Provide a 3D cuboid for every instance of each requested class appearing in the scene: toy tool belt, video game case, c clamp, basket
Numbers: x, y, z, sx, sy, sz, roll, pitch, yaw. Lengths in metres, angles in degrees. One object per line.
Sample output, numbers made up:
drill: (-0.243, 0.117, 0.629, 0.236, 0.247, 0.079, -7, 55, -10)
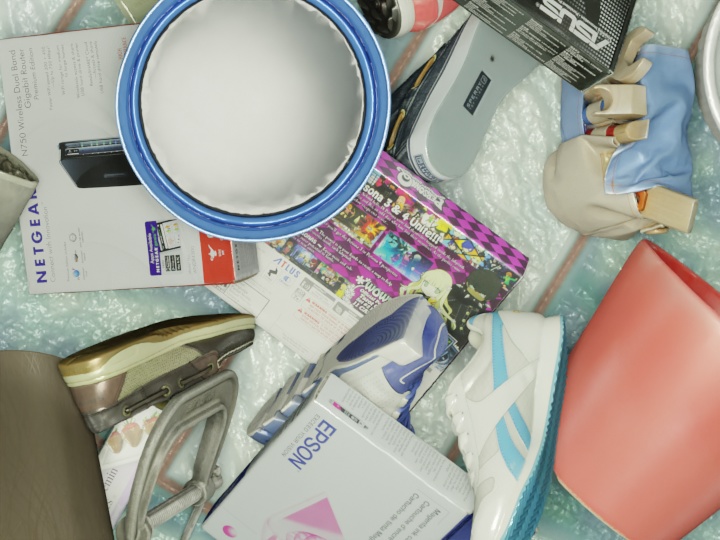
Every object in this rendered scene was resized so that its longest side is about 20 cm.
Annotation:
toy tool belt: (0.215, -0.124, 1.655, 0.124, 0.123, 0.201, 1, 85, -34)
video game case: (0.000, 0.000, 1.655, 0.200, 0.036, 0.182, 36, 122, -3)
c clamp: (-0.134, 0.157, 1.603, 0.027, 0.200, 0.172, 24, 99, 13)
basket: (-0.254, 0.171, 1.551, 0.179, 0.136, 0.201, -13, 64, 16)

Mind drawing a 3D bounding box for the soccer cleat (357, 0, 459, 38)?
soccer cleat: (0.015, -0.282, 1.684, 0.073, 0.068, 0.201, -19, 86, -29)

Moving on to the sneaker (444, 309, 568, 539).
sneaker: (0.101, 0.123, 1.577, 0.080, 0.077, 0.201, 6, 61, 13)

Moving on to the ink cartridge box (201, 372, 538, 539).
ink cartridge box: (0.003, 0.197, 1.642, 0.200, 0.043, 0.197, 37, 132, -2)

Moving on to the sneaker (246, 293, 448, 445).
sneaker: (0.015, 0.107, 1.648, 0.115, 0.081, 0.199, 43, 130, -12)

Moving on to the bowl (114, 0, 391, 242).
bowl: (-0.078, -0.122, 1.562, 0.199, 0.039, 0.202, 0, 96, -5)

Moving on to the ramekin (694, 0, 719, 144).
ramekin: (0.357, -0.157, 1.682, 0.199, 0.098, 0.202, 0, 91, -3)

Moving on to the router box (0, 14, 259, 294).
router box: (-0.176, -0.086, 1.637, 0.178, 0.049, 0.201, -4, 97, 21)

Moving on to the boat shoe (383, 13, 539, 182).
boat shoe: (0.072, -0.150, 1.683, 0.071, 0.091, 0.201, 47, 60, -27)

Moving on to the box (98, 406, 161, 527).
box: (-0.186, 0.147, 1.690, 0.039, 0.041, 0.201, 28, 89, -4)

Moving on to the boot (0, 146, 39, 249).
boot: (-0.299, 0.010, 1.648, 0.181, 0.073, 0.200, 34, 99, -3)

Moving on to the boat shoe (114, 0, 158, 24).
boat shoe: (-0.140, -0.176, 1.669, 0.071, 0.061, 0.202, -18, 92, 21)

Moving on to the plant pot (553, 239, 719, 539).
plant pot: (0.234, 0.105, 1.645, 0.200, 0.200, 0.178, 40, 99, -4)

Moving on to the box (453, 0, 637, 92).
box: (0.127, -0.264, 1.600, 0.200, 0.047, 0.194, 34, 55, -19)

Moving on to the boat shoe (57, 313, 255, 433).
boat shoe: (-0.149, 0.074, 1.610, 0.073, 0.200, 0.065, -6, 97, 38)
